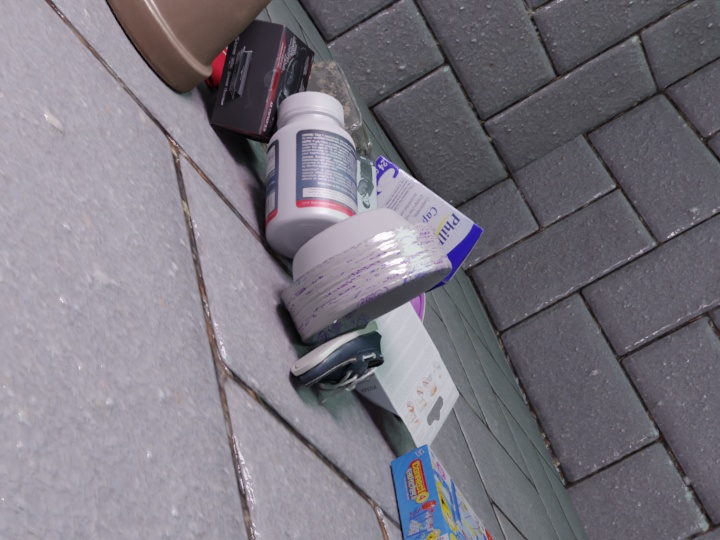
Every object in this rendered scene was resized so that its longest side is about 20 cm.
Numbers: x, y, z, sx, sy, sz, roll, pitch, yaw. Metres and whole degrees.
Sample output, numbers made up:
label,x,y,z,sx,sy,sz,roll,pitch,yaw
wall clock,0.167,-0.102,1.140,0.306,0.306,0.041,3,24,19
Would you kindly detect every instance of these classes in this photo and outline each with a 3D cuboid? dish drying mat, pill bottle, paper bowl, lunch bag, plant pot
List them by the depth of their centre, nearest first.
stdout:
label,x,y,z,sx,sy,sz,roll,pitch,yaw
paper bowl,0.000,0.000,1.204,0.105,0.200,0.201,62,10,10
plant pot,-0.200,-0.348,1.256,0.201,0.174,0.200,59,9,-16
pill bottle,-0.063,-0.126,1.320,0.120,0.119,0.201,46,37,-56
dish drying mat,-0.217,-0.313,1.526,0.077,0.018,0.200,61,9,-8
lunch bag,-0.064,-0.259,1.853,0.168,0.139,0.201,76,-6,-55

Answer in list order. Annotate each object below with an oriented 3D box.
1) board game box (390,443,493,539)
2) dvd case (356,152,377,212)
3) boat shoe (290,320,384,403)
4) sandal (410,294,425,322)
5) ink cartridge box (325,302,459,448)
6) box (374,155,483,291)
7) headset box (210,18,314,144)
label,x,y,z,sx,sy,sz,roll,pitch,yaw
board game box,0.117,0.349,1.243,0.200,0.056,0.196,56,10,-25
dvd case,-0.038,-0.090,1.423,0.150,0.025,0.201,18,58,-34
boat shoe,-0.020,0.106,1.160,0.062,0.075,0.200,67,16,1
sandal,0.073,0.116,1.469,0.082,0.050,0.204,1,89,-46
ink cartridge box,0.049,0.133,1.375,0.201,0.047,0.160,61,34,-13
box,0.068,-0.067,1.603,0.200,0.105,0.184,35,-9,-2
headset box,-0.134,-0.257,1.400,0.200,0.077,0.150,-5,108,-79
